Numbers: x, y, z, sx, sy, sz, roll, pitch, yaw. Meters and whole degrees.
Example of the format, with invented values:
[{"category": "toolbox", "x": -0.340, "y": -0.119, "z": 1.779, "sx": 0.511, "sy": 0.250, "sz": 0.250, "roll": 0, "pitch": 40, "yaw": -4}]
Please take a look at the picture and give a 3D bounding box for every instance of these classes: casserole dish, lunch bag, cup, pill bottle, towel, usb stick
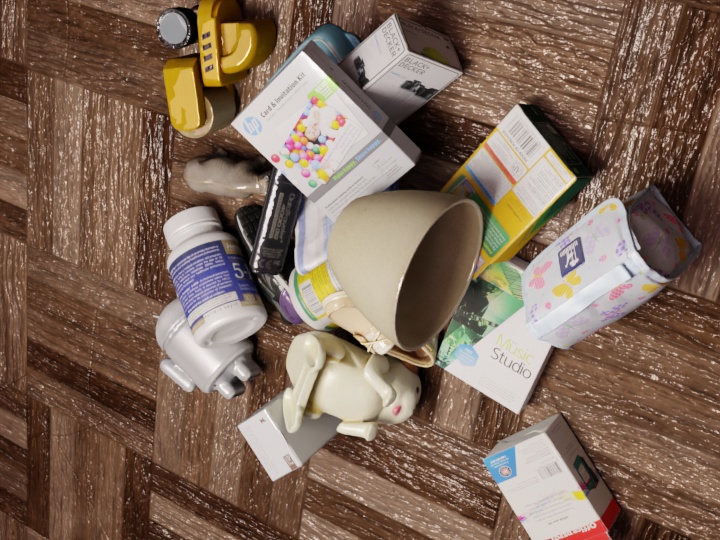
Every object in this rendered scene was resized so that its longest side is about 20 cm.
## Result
[{"category": "casserole dish", "x": -0.070, "y": -0.258, "z": 1.381, "sx": 0.200, "sy": 0.039, "sz": 0.122, "roll": -39, "pitch": 86, "yaw": 34}, {"category": "lunch bag", "x": 0.291, "y": -0.003, "z": 1.154, "sx": 0.127, "sy": 0.200, "sz": 0.169, "roll": 52, "pitch": 126, "yaw": 4}, {"category": "cup", "x": 0.042, "y": -0.020, "z": 1.216, "sx": 0.142, "sy": 0.200, "sz": 0.202, "roll": 25, "pitch": 119, "yaw": 27}, {"category": "pill bottle", "x": -0.233, "y": 0.008, "z": 1.509, "sx": 0.120, "sy": 0.119, "sz": 0.201, "roll": -38, "pitch": 68, "yaw": 35}, {"category": "towel", "x": -0.024, "y": -0.093, "z": 1.365, "sx": 0.024, "sy": 0.148, "sz": 0.199, "roll": 30, "pitch": 132, "yaw": -34}, {"category": "usb stick", "x": -0.116, "y": -0.089, "z": 1.404, "sx": 0.033, "sy": 0.055, "sz": 0.202, "roll": 47, "pitch": 126, "yaw": 58}, {"category": "pill bottle", "x": 0.000, "y": 0.000, "z": 1.386, "sx": 0.199, "sy": 0.113, "sz": 0.113, "roll": -32, "pitch": 90, "yaw": 36}]

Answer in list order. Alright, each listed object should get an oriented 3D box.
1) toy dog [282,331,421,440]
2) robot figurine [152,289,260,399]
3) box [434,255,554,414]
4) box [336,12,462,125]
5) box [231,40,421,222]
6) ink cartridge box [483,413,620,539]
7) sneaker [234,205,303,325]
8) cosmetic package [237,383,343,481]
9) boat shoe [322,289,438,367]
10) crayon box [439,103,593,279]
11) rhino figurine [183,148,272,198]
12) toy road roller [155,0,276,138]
[{"category": "toy dog", "x": -0.007, "y": 0.169, "z": 1.413, "sx": 0.198, "sy": 0.194, "sz": 0.141, "roll": 15, "pitch": 100, "yaw": -19}, {"category": "robot figurine", "x": -0.255, "y": 0.119, "z": 1.584, "sx": 0.200, "sy": 0.113, "sz": 0.170, "roll": 45, "pitch": 96, "yaw": 10}, {"category": "box", "x": 0.199, "y": 0.081, "z": 1.340, "sx": 0.144, "sy": 0.036, "sz": 0.201, "roll": 30, "pitch": 118, "yaw": 19}, {"category": "box", "x": 0.022, "y": -0.240, "z": 1.277, "sx": 0.199, "sy": 0.116, "sz": 0.061, "roll": -34, "pitch": 62, "yaw": 34}, {"category": "box", "x": -0.044, "y": -0.171, "z": 1.249, "sx": 0.200, "sy": 0.041, "sz": 0.156, "roll": 44, "pitch": 126, "yaw": -13}, {"category": "ink cartridge box", "x": 0.278, "y": 0.317, "z": 1.358, "sx": 0.116, "sy": 0.067, "sz": 0.201, "roll": -33, "pitch": 89, "yaw": 36}, {"category": "sneaker", "x": -0.145, "y": -0.002, "z": 1.501, "sx": 0.087, "sy": 0.076, "sz": 0.201, "roll": -37, "pitch": 86, "yaw": 41}, {"category": "cosmetic package", "x": -0.085, "y": 0.221, "z": 1.464, "sx": 0.074, "sy": 0.200, "sz": 0.102, "roll": -34, "pitch": 88, "yaw": 35}, {"category": "boat shoe", "x": 0.034, "y": 0.084, "z": 1.350, "sx": 0.074, "sy": 0.199, "sz": 0.070, "roll": -36, "pitch": 45, "yaw": 42}, {"category": "crayon box", "x": 0.187, "y": -0.100, "z": 1.257, "sx": 0.200, "sy": 0.051, "sz": 0.126, "roll": -48, "pitch": 67, "yaw": 34}, {"category": "rhino figurine", "x": -0.179, "y": -0.139, "z": 1.460, "sx": 0.198, "sy": 0.087, "sz": 0.060, "roll": 11, "pitch": 114, "yaw": 26}, {"category": "toy road roller", "x": -0.198, "y": -0.297, "z": 1.399, "sx": 0.145, "sy": 0.123, "sz": 0.202, "roll": 3, "pitch": 109, "yaw": 18}]
